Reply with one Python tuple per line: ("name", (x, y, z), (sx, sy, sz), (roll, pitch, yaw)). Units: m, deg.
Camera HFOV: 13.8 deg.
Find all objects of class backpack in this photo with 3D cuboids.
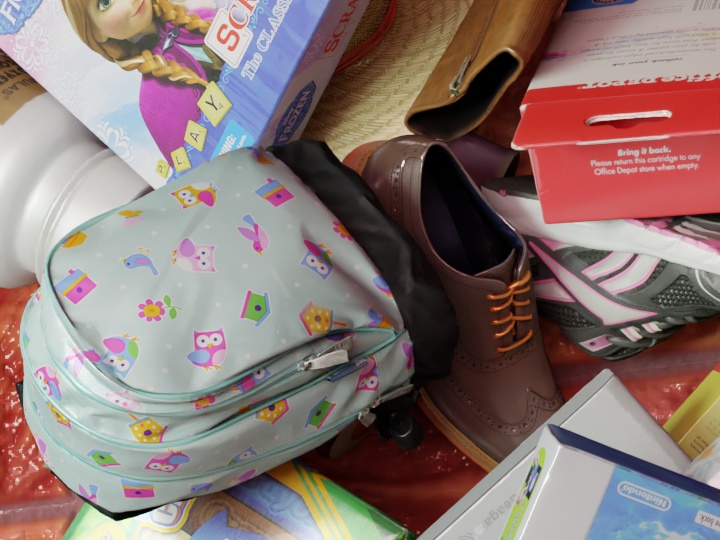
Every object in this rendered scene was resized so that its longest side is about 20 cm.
("backpack", (-0.071, 0.026, 1.427), (0.200, 0.127, 0.167), (-26, 56, -26))

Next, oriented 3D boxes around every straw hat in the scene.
("straw hat", (-0.033, -0.143, 1.581), (0.201, 0.085, 0.201), (-13, 51, 16))

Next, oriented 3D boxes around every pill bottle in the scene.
("pill bottle", (-0.196, -0.055, 1.620), (0.200, 0.114, 0.114), (29, 84, 23))

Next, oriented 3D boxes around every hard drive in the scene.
("hard drive", (0.138, 0.164, 1.438), (0.132, 0.026, 0.200), (-42, 100, 2))

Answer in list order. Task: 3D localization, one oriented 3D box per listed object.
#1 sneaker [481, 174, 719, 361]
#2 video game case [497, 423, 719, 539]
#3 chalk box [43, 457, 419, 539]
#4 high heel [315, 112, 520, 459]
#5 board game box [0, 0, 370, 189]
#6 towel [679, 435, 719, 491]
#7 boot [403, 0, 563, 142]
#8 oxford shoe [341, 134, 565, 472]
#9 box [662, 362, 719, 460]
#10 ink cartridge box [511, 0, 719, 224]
("sneaker", (0.145, 0.006, 1.499), (0.200, 0.080, 0.086), (17, 112, 49))
("video game case", (0.143, 0.191, 1.361), (0.200, 0.045, 0.181), (21, 98, -7))
("chalk box", (-0.070, 0.144, 1.514), (0.200, 0.124, 0.124), (32, 86, 22))
("high heel", (0.000, 0.000, 1.565), (0.096, 0.067, 0.200), (25, 68, 13))
("board game box", (-0.094, -0.155, 1.537), (0.199, 0.041, 0.200), (41, 121, 23))
("towel", (0.203, 0.181, 1.409), (0.171, 0.048, 0.200), (-44, 99, 1))
("boot", (0.103, -0.175, 1.496), (0.068, 0.188, 0.200), (41, 51, -12))
("oxford shoe", (0.058, 0.023, 1.495), (0.071, 0.073, 0.200), (-38, 104, -31))
("box", (0.219, 0.057, 1.473), (0.075, 0.050, 0.200), (41, 90, -9))
("ink cartridge box", (0.150, -0.081, 1.477), (0.116, 0.200, 0.067), (-4, 116, 17))
